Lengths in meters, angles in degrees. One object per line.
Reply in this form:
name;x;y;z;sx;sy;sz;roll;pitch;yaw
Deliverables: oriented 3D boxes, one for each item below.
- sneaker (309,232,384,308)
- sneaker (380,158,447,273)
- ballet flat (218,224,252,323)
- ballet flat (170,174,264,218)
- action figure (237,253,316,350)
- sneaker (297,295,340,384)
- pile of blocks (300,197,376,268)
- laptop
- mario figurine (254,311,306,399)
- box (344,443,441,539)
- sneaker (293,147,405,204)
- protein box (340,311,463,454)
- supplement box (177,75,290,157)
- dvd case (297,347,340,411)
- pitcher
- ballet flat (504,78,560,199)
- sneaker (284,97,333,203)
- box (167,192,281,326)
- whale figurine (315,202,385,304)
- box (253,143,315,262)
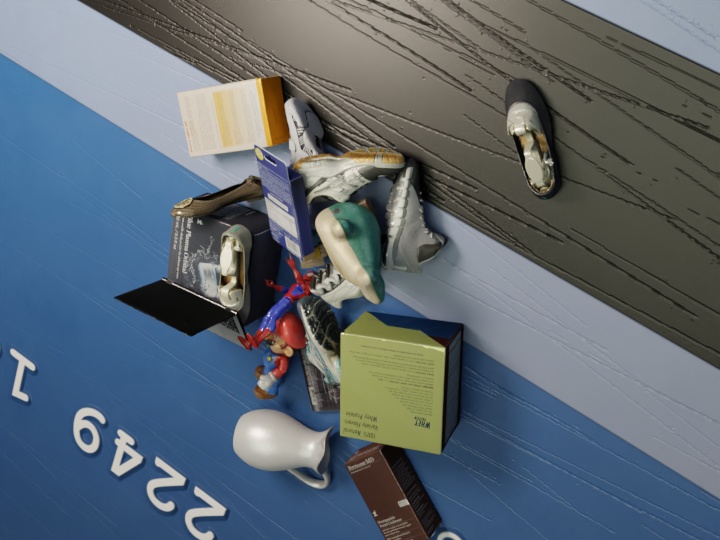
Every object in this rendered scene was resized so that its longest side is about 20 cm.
sneaker;0.000;0.000;1.612;0.199;0.075;0.081;-33;115;25
sneaker;0.104;-0.090;1.531;0.114;0.075;0.202;13;91;-12
ballet flat;-0.241;0.014;1.606;0.067;0.064;0.202;13;112;18
ballet flat;-0.268;-0.141;1.640;0.067;0.198;0.047;30;132;54
action figure;-0.163;0.049;1.637;0.099;0.200;0.065;55;149;-14
sneaker;-0.079;0.143;1.654;0.086;0.078;0.201;-14;112;38
pile of blocks;-0.054;-0.084;1.605;0.082;0.063;0.199;31;125;-33
laptop;-0.329;0.101;1.627;0.186;0.116;0.201;23;149;24
mario figurine;-0.180;0.159;1.724;0.123;0.105;0.201;46;129;28
box;0.065;0.439;1.706;0.100;0.075;0.201;-29;89;32
sneaker;-0.016;-0.163;1.522;0.198;0.076;0.089;-5;110;12
protein box;0.076;0.200;1.575;0.196;0.135;0.202;6;107;20
supplement box;-0.240;-0.291;1.638;0.198;0.073;0.128;-2;105;28
dvd case;-0.027;0.205;1.714;0.198;0.016;0.150;-7;101;30
pitcher;-0.155;0.376;1.788;0.198;0.122;0.173;9;126;13
ballet flat;0.276;-0.210;1.392;0.072;0.073;0.202;-13;99;30
sneaker;-0.116;-0.209;1.596;0.114;0.075;0.202;-21;98;28
box;-0.269;-0.024;1.714;0.198;0.117;0.199;19;114;20
whale figurine;0.001;-0.036;1.478;0.200;0.103;0.160;55;172;44
box;-0.136;-0.126;1.552;0.121;0.032;0.202;36;144;46
